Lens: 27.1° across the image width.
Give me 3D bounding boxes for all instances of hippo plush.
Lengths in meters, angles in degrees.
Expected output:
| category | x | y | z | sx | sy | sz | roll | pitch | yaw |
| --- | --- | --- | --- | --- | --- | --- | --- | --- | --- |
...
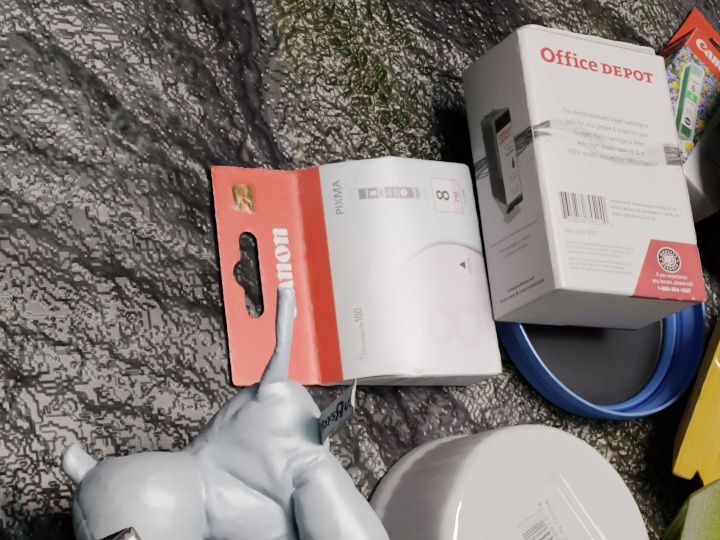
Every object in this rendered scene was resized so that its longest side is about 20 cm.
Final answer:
| category | x | y | z | sx | sy | sz | roll | pitch | yaw |
| --- | --- | --- | --- | --- | --- | --- | --- | --- | --- |
| hippo plush | -0.083 | 0.152 | 0.877 | 0.159 | 0.201 | 0.160 | -23 | 64 | -28 |

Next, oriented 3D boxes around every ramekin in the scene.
| category | x | y | z | sx | sy | sz | roll | pitch | yaw |
| --- | --- | --- | --- | --- | --- | --- | --- | --- | --- |
| ramekin | 0.106 | 0.202 | 1.020 | 0.198 | 0.097 | 0.203 | 12 | 67 | -29 |

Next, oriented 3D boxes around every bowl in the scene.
| category | x | y | z | sx | sy | sz | roll | pitch | yaw |
| --- | --- | --- | --- | --- | --- | --- | --- | --- | --- |
| bowl | 0.184 | 0.020 | 1.172 | 0.198 | 0.039 | 0.203 | 12 | 67 | -29 |

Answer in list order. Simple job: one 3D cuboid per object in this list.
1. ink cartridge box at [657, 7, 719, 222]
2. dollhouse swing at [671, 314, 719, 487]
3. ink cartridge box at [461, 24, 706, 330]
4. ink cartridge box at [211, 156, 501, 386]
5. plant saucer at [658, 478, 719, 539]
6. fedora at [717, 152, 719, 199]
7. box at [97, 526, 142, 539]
| category | x | y | z | sx | sy | sz | roll | pitch | yaw |
| --- | --- | --- | --- | --- | --- | --- | --- | --- | --- |
| ink cartridge box | 0.298 | -0.144 | 1.296 | 0.109 | 0.050 | 0.200 | 45 | 56 | -10 |
| dollhouse swing | 0.357 | 0.123 | 1.187 | 0.198 | 0.176 | 0.184 | 21 | 86 | 7 |
| ink cartridge box | 0.164 | -0.065 | 1.116 | 0.145 | 0.083 | 0.203 | 5 | 69 | -31 |
| ink cartridge box | 0.000 | 0.000 | 1.060 | 0.198 | 0.057 | 0.165 | 4 | 71 | -36 |
| plant saucer | 0.219 | 0.249 | 1.036 | 0.047 | 0.201 | 0.201 | 18 | 60 | 6 |
| fedora | 0.369 | -0.084 | 1.254 | 0.199 | 0.081 | 0.204 | -11 | 104 | -51 |
| box | -0.119 | 0.245 | 0.801 | 0.050 | 0.199 | 0.200 | -34 | 92 | -36 |
